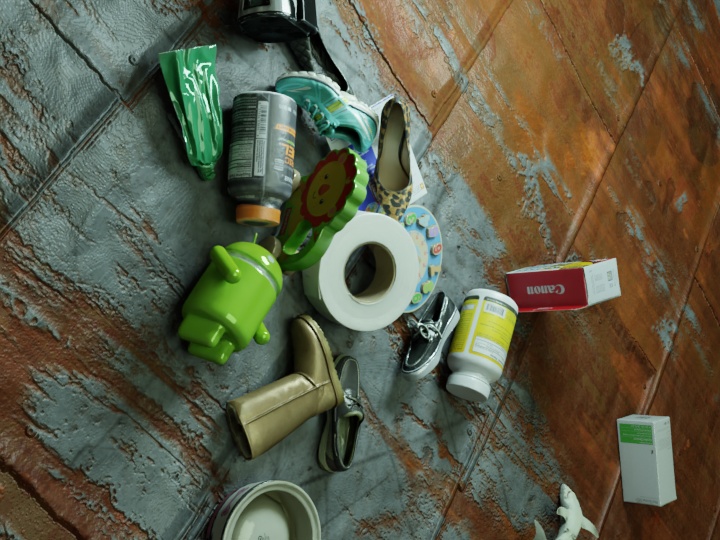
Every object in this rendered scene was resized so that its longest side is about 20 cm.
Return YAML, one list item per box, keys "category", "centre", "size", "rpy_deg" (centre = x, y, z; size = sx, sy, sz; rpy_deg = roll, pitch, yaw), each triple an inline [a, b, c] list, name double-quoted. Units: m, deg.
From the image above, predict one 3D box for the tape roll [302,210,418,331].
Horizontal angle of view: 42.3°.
- category: "tape roll"
  centre: [0.000, 0.000, 1.607]
  size: [0.200, 0.071, 0.206]
  rpy_deg: [-5, 100, -28]

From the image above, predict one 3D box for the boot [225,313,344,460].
- category: "boot"
  centre: [-0.132, 0.184, 1.508]
  size: [0.198, 0.066, 0.177]
  rpy_deg: [-23, 88, -35]

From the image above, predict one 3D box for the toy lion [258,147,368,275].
- category: "toy lion"
  centre: [-0.068, -0.098, 1.504]
  size: [0.068, 0.190, 0.203]
  rpy_deg: [29, 68, -38]

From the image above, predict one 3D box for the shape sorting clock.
- category: "shape sorting clock"
  centre: [0.096, -0.021, 1.743]
  size: [0.198, 0.039, 0.204]
  rpy_deg: [-13, 108, -45]

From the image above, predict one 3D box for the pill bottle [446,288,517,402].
- category: "pill bottle"
  centre: [0.235, 0.149, 1.833]
  size: [0.112, 0.111, 0.203]
  rpy_deg: [35, 64, -36]

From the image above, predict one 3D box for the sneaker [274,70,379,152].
- category: "sneaker"
  centre: [-0.056, -0.271, 1.578]
  size: [0.198, 0.077, 0.081]
  rpy_deg: [27, 64, -16]

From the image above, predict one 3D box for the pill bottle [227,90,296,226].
- category: "pill bottle"
  centre: [-0.158, -0.173, 1.483]
  size: [0.105, 0.105, 0.204]
  rpy_deg: [9, 81, -43]

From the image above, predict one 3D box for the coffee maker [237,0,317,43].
- category: "coffee maker"
  centre: [-0.125, -0.482, 1.520]
  size: [0.190, 0.134, 0.204]
  rpy_deg: [-1, 88, -44]

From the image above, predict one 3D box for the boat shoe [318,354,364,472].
- category: "boat shoe"
  centre: [-0.023, 0.247, 1.607]
  size: [0.071, 0.065, 0.204]
  rpy_deg: [20, 73, -40]

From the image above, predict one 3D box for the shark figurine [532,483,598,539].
- category: "shark figurine"
  centre: [0.427, 0.572, 2.015]
  size: [0.128, 0.090, 0.214]
  rpy_deg: [49, 39, 11]

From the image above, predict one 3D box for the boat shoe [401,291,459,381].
- category: "boat shoe"
  centre: [0.126, 0.120, 1.754]
  size: [0.200, 0.073, 0.069]
  rpy_deg: [-51, 124, -34]

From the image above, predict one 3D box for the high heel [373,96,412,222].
- category: "high heel"
  centre: [0.057, -0.192, 1.612]
  size: [0.070, 0.143, 0.203]
  rpy_deg: [0, 73, 1]

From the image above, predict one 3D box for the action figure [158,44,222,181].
- category: "action figure"
  centre: [-0.253, -0.237, 1.432]
  size: [0.117, 0.054, 0.203]
  rpy_deg: [-22, 109, -44]

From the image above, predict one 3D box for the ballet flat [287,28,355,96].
- category: "ballet flat"
  centre: [-0.063, -0.351, 1.621]
  size: [0.201, 0.056, 0.067]
  rpy_deg: [54, 55, -27]

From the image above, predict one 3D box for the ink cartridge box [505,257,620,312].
- category: "ink cartridge box"
  centre: [0.411, 0.033, 1.950]
  size: [0.174, 0.198, 0.085]
  rpy_deg: [-12, 94, -44]

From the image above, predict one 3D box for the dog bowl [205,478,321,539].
- category: "dog bowl"
  centre: [-0.157, 0.426, 1.459]
  size: [0.198, 0.073, 0.204]
  rpy_deg: [3, 85, -44]

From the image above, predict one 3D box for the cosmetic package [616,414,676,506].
- category: "cosmetic package"
  centre: [0.694, 0.458, 2.256]
  size: [0.084, 0.107, 0.204]
  rpy_deg: [-4, 88, -43]

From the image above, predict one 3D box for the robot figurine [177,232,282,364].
- category: "robot figurine"
  centre: [-0.195, 0.042, 1.423]
  size: [0.201, 0.114, 0.177]
  rpy_deg: [-59, 147, -31]

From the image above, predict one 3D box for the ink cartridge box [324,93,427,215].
- category: "ink cartridge box"
  centre: [0.022, -0.192, 1.703]
  size: [0.197, 0.047, 0.202]
  rpy_deg: [-35, 109, -38]
